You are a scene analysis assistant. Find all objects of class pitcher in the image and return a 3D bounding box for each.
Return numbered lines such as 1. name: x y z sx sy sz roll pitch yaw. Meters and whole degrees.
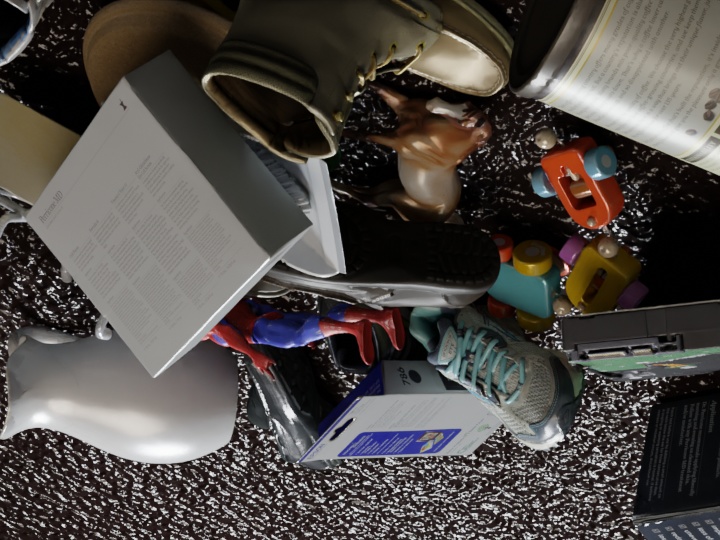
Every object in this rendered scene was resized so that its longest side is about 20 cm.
1. pitcher: -0.215 0.095 1.575 0.199 0.172 0.122 5 113 -13

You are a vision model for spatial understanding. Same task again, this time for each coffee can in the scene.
1. coffee can: 0.208 -0.137 1.064 0.199 0.147 0.146 22 144 -8

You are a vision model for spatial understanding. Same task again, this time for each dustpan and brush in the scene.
1. dustpan and brush: -0.102 -0.075 1.229 0.200 0.057 0.140 41 158 29

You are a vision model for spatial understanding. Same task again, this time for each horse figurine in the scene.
1. horse figurine: 0.030 -0.075 1.302 0.132 0.050 0.200 16 143 10

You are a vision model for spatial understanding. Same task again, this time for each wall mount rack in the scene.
1. wall mount rack: -0.218 0.003 1.456 0.199 0.075 0.174 28 -172 15

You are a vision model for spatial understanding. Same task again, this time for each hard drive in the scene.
1. hard drive: 0.236 0.053 1.315 0.139 0.038 0.200 -7 171 19

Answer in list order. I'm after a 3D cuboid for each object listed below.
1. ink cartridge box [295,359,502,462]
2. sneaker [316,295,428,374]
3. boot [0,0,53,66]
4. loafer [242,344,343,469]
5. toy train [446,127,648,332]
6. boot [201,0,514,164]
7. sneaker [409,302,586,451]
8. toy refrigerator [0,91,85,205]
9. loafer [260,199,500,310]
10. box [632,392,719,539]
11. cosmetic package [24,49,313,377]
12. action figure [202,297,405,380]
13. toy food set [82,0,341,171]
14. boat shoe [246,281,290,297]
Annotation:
1. ink cartridge box: 0.041 0.115 1.464 0.199 0.039 0.099 3 142 -43
2. sneaker: 0.009 0.061 1.464 0.074 0.081 0.200 -5 140 27
3. boot: -0.210 -0.212 1.168 0.073 0.096 0.200 23 144 -11
4. loafer: -0.071 0.118 1.583 0.070 0.068 0.201 -7 143 15
5. toy train: 0.145 -0.033 1.317 0.151 0.056 0.200 55 145 -8
6. boot: 0.002 -0.129 1.147 0.199 0.155 0.072 26 143 -15
7. sneaker: 0.097 0.076 1.367 0.086 0.078 0.200 19 -172 -28
8. toy refrigerator: -0.192 -0.060 1.341 0.199 0.070 0.076 29 179 3
9. loafer: 0.000 0.000 1.304 0.199 0.073 0.071 11 146 1
10. box: 0.363 0.196 1.475 0.196 0.124 0.200 -13 135 36
11. cosmetic package: -0.136 -0.034 1.211 0.151 0.052 0.200 49 141 1
12. action figure: -0.063 0.048 1.377 0.199 0.065 0.052 6 112 36
13. toy food set: -0.106 -0.125 1.268 0.200 0.049 0.198 39 147 -16
14. boat shoe: -0.142 -0.037 1.424 0.199 0.057 0.067 20 105 -11
